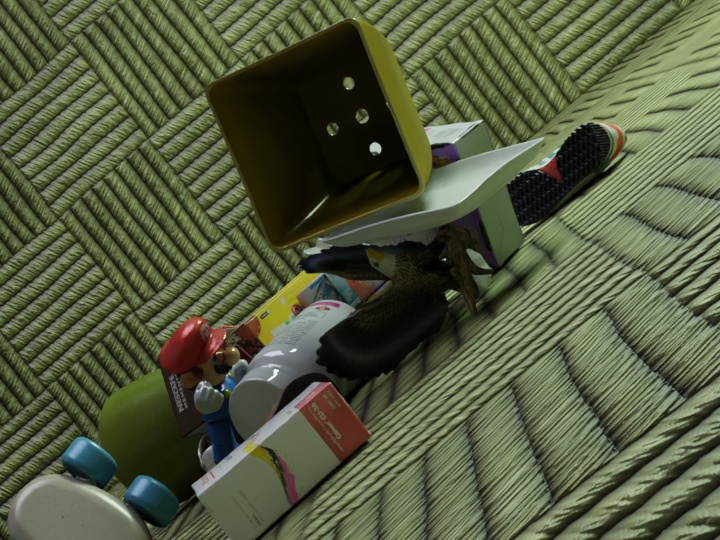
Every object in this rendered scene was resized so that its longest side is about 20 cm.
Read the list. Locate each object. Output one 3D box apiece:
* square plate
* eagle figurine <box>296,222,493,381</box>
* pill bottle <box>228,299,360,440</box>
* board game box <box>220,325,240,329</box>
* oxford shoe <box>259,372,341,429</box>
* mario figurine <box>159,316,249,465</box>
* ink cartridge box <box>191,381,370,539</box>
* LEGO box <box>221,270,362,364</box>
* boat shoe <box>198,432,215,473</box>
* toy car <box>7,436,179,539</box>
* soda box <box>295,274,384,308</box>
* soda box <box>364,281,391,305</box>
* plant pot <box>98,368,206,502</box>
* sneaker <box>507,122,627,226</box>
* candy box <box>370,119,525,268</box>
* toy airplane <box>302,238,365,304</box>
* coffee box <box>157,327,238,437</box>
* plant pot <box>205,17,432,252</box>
[{"bbox_3d":[0.083,-0.080,1.473,0.197,0.029,0.200,-13,16,41],"label":"square plate"},{"bbox_3d":[0.038,0.014,1.507,0.199,0.151,0.152,-30,18,30],"label":"eagle figurine"},{"bbox_3d":[-0.068,0.125,1.591,0.113,0.114,0.200,-38,3,34],"label":"pill bottle"},{"bbox_3d":[-0.107,0.106,1.967,0.197,0.047,0.151,1,-3,-7],"label":"board game box"},{"bbox_3d":[-0.082,0.176,1.433,0.071,0.071,0.200,-42,2,37],"label":"oxford shoe"},{"bbox_3d":[-0.159,0.139,1.586,0.105,0.202,0.123,-32,36,-20],"label":"mario figurine"},{"bbox_3d":[-0.092,0.193,1.260,0.199,0.068,0.116,-40,2,-11],"label":"ink cartridge box"},{"bbox_3d":[-0.073,0.096,1.766,0.077,0.149,0.200,-37,3,41],"label":"LEGO box"},{"bbox_3d":[-0.177,0.237,1.748,0.071,0.069,0.200,-42,2,-8],"label":"boat shoe"},{"bbox_3d":[-0.307,0.332,1.545,0.185,0.175,0.201,-55,-19,-26],"label":"toy car"},{"bbox_3d":[0.000,0.000,1.787,0.068,0.064,0.200,-37,4,40],"label":"soda box"},{"bbox_3d":[0.049,0.048,1.727,0.064,0.068,0.200,-38,2,5],"label":"soda box"},{"bbox_3d":[-0.236,0.202,1.883,0.199,0.188,0.187,-37,3,37],"label":"plant pot"},{"bbox_3d":[0.264,-0.122,1.733,0.093,0.071,0.199,-14,-21,-51],"label":"sneaker"},{"bbox_3d":[0.086,-0.089,1.678,0.198,0.169,0.071,-2,28,44],"label":"candy box"},{"bbox_3d":[-0.023,0.007,2.708,0.197,0.143,0.199,-7,12,-9],"label":"toy airplane"},{"bbox_3d":[-0.156,0.140,1.781,0.198,0.116,0.080,-4,-23,-43],"label":"coffee box"},{"bbox_3d":[-0.024,-0.163,1.526,0.198,0.202,0.176,-20,6,23],"label":"plant pot"}]
